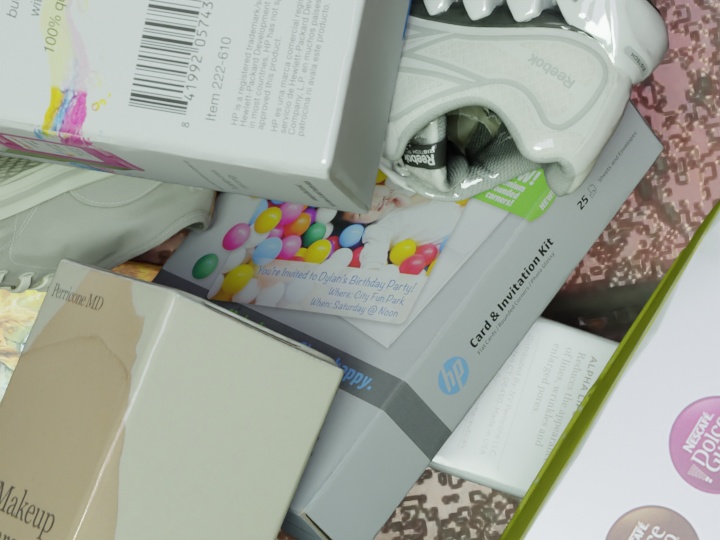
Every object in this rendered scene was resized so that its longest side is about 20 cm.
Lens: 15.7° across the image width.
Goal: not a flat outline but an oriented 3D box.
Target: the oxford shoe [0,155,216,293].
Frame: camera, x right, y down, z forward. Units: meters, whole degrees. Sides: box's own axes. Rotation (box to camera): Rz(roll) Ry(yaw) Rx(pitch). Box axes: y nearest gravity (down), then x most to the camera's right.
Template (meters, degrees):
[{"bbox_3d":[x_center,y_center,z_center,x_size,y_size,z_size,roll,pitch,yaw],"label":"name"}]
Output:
[{"bbox_3d":[-0.132,-0.015,0.983,0.200,0.075,0.058,-19,109,-34],"label":"oxford shoe"}]

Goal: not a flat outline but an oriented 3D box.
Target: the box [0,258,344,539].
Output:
[{"bbox_3d":[-0.093,0.105,0.906,0.078,0.095,0.200,26,82,-33],"label":"box"}]

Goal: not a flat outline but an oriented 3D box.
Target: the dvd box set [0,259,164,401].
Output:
[{"bbox_3d":[-0.151,0.058,1.082,0.199,0.029,0.147,10,90,2],"label":"dvd box set"}]

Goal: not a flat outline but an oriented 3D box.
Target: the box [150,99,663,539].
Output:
[{"bbox_3d":[0.000,0.000,1.002,0.200,0.156,0.041,-51,130,-13],"label":"box"}]

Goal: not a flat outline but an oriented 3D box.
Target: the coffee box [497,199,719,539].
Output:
[{"bbox_3d":[0.148,0.113,0.879,0.198,0.200,0.200,32,84,5],"label":"coffee box"}]

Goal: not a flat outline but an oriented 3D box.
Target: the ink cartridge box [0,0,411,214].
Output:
[{"bbox_3d":[-0.085,-0.110,0.919,0.199,0.085,0.145,10,83,11],"label":"ink cartridge box"}]

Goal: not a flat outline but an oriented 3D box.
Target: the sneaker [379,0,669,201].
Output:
[{"bbox_3d":[0.015,-0.069,0.970,0.200,0.075,0.081,3,65,41],"label":"sneaker"}]

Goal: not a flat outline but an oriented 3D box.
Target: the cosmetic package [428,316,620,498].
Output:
[{"bbox_3d":[0.120,0.072,1.036,0.200,0.102,0.074,17,88,1],"label":"cosmetic package"}]
